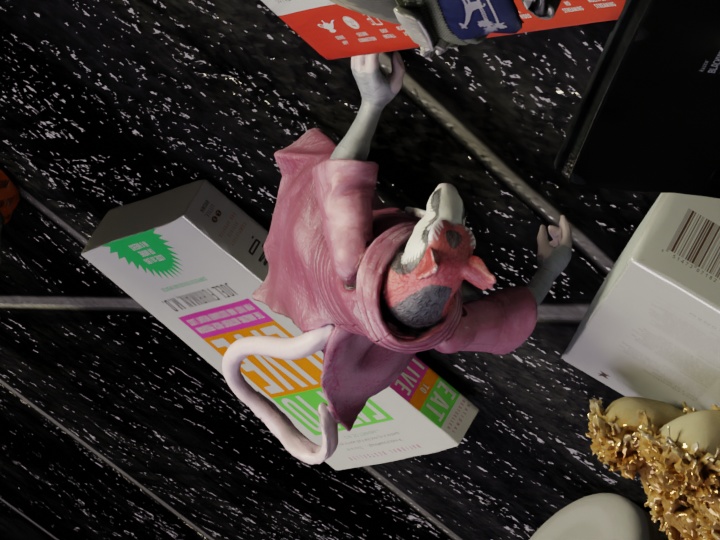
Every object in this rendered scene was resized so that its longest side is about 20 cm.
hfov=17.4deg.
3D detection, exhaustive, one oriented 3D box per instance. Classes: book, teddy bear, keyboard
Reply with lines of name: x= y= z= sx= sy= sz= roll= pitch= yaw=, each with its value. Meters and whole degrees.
book: x=-0.043 y=0.029 z=1.285 sx=0.200 sy=0.048 sz=0.133 roll=40 pitch=157 yaw=-19
teddy bear: x=0.170 y=0.118 z=0.957 sx=0.145 sy=0.067 sz=0.200 roll=16 pitch=158 yaw=50
keyboard: x=0.125 y=-0.079 z=0.683 sx=0.103 sy=0.040 sz=0.200 roll=6 pitch=156 yaw=-7

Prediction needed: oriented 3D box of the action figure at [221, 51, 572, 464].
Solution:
action figure: x=0.000 y=0.000 z=0.976 sx=0.134 sy=0.149 sz=0.200 roll=42 pitch=175 yaw=-12

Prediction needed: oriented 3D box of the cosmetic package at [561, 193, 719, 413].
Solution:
cosmetic package: x=0.186 y=0.048 z=0.927 sx=0.199 sy=0.052 sz=0.151 roll=30 pitch=161 yaw=3

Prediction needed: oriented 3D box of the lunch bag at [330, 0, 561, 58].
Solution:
lunch bag: x=-0.036 y=-0.152 z=0.548 sx=0.199 sy=0.140 sz=0.169 roll=22 pitch=139 yaw=21

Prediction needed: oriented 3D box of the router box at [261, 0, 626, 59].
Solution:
router box: x=-0.010 y=-0.146 z=0.738 sx=0.179 sy=0.049 sz=0.199 roll=40 pitch=161 yaw=-25

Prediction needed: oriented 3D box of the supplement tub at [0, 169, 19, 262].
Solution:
supplement tub: x=-0.293 y=0.013 z=1.386 sx=0.122 sy=0.201 sz=0.123 roll=29 pitch=163 yaw=10

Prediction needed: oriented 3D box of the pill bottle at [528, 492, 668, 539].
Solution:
pill bottle: x=0.177 y=0.222 z=1.303 sx=0.200 sy=0.116 sz=0.115 roll=38 pitch=161 yaw=-21
